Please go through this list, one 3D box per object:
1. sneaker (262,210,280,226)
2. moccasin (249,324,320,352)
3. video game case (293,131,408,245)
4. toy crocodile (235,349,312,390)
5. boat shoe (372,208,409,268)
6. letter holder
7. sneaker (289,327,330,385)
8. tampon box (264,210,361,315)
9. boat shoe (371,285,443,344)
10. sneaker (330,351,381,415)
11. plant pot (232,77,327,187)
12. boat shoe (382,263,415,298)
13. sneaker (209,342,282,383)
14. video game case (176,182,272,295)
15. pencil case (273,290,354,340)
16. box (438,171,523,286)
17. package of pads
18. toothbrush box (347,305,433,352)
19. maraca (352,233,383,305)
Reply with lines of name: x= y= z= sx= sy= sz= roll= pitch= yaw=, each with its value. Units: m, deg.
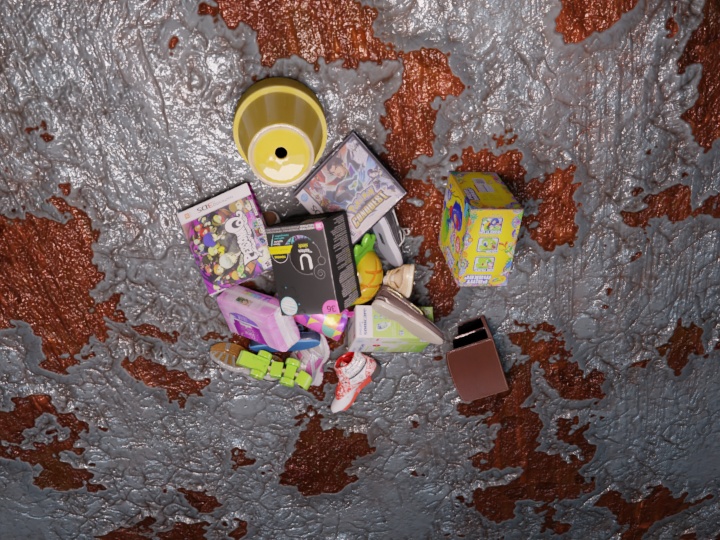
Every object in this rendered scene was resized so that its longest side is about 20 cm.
sneaker: x=-0.257 y=-0.059 z=1.466 sx=0.200 sy=0.073 sz=0.085 roll=-41 pitch=153 yaw=8
moccasin: x=-0.194 y=0.162 z=1.566 sx=0.198 sy=0.069 sz=0.081 roll=-5 pitch=154 yaw=18
video game case: x=-0.024 y=-0.172 z=1.389 sx=0.200 sy=0.025 sz=0.181 roll=-43 pitch=87 yaw=18
toy crocodile: x=-0.217 y=0.252 z=1.578 sx=0.198 sy=0.068 sz=0.062 roll=16 pitch=156 yaw=0
boat shoe: x=0.076 y=-0.085 z=1.483 sx=0.068 sy=0.073 sz=0.200 roll=-41 pitch=134 yaw=-15
letter holder: x=0.308 y=0.248 z=1.709 sx=0.141 sy=0.101 sz=0.201 roll=-20 pitch=122 yaw=7
sneaker: x=-0.139 y=0.230 z=1.627 sx=0.087 sy=0.081 sz=0.202 roll=-9 pitch=125 yaw=-31
tampon box: x=-0.101 y=-0.015 z=1.365 sx=0.148 sy=0.126 sz=0.202 roll=-5 pitch=103 yaw=26
boat shoe: x=0.121 y=0.108 z=1.481 sx=0.199 sy=0.060 sz=0.072 roll=31 pitch=153 yaw=-11
sneaker: x=-0.044 y=0.302 z=1.710 sx=0.108 sy=0.067 sz=0.202 roll=34 pitch=108 yaw=-24
plant pot: x=-0.161 y=-0.268 z=1.264 sx=0.198 sy=0.190 sz=0.203 roll=-4 pitch=122 yaw=-6
boat shoe: x=0.087 y=0.032 z=1.512 sx=0.068 sy=0.075 sz=0.200 roll=12 pitch=159 yaw=-3
sneaker: x=-0.304 y=0.254 z=1.638 sx=0.198 sy=0.076 sz=0.088 roll=19 pitch=140 yaw=-7
video game case: x=-0.294 y=-0.070 z=1.401 sx=0.180 sy=0.036 sz=0.202 roll=-22 pitch=91 yaw=7
pencil case: x=-0.119 y=0.095 z=1.532 sx=0.198 sy=0.089 sz=0.089 roll=24 pitch=117 yaw=-3
box: x=0.268 y=-0.098 z=1.426 sx=0.120 sy=0.201 sz=0.195 roll=-1 pitch=121 yaw=-8
package of pads: x=-0.244 y=0.113 z=1.495 sx=0.199 sy=0.076 sz=0.121 roll=14 pitch=134 yaw=37
toothbrush box: x=0.074 y=0.151 z=1.583 sx=0.197 sy=0.087 sz=0.146 roll=3 pitch=159 yaw=-9
maraca: x=0.000 y=0.000 z=1.488 sx=0.106 sy=0.137 sz=0.201 roll=23 pitch=139 yaw=18
